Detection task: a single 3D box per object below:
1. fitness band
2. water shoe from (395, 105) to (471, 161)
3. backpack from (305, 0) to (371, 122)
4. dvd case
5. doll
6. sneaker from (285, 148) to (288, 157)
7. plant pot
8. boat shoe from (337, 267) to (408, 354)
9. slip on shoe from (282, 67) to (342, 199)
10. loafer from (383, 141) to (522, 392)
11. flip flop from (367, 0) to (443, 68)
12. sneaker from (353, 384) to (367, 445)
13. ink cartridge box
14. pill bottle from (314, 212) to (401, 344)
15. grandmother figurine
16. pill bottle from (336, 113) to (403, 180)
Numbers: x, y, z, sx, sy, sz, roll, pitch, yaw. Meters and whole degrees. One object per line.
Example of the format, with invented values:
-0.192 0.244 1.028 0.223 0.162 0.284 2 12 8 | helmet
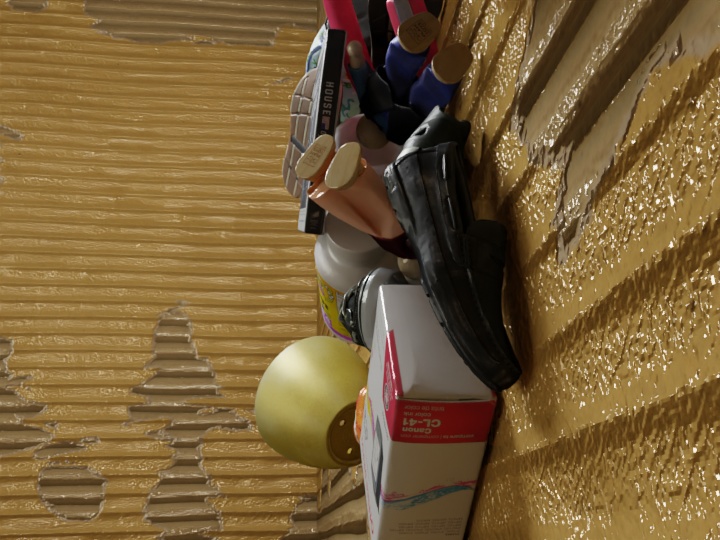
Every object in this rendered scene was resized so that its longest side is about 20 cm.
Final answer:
0.023 -0.241 0.800 0.143 0.037 0.202 29 146 52 | fitness band
0.069 -0.090 0.725 0.080 0.071 0.200 -59 -1 -7 | water shoe
-0.003 -0.269 1.020 0.201 0.152 0.164 76 -145 -52 | backpack
-0.043 -0.141 0.824 0.150 0.024 0.203 -151 67 -82 | dvd case
0.036 -0.174 0.746 0.049 0.136 0.200 -49 2 -20 | doll
-0.028 -0.142 1.138 0.071 0.200 0.099 -33 -24 -45 | sneaker
-0.041 0.217 1.148 0.141 0.198 0.203 23 115 55 | plant pot
0.009 0.050 0.785 0.073 0.070 0.201 -61 -17 -20 | boat shoe
-0.050 -0.177 0.984 0.076 0.060 0.201 50 142 29 | slip on shoe
0.077 -0.011 0.558 0.068 0.070 0.203 40 -153 -57 | loafer
0.050 -0.280 0.856 0.201 0.080 0.058 93 -170 -63 | flip flop
0.040 0.216 0.877 0.078 0.072 0.202 111 151 -50 | sneaker
0.052 0.134 0.676 0.148 0.084 0.202 -99 13 -55 | ink cartridge box
0.000 0.000 0.887 0.201 0.103 0.106 88 179 -59 | pill bottle
0.021 -0.043 0.696 0.061 0.200 0.121 -50 44 -3 | grandmother figurine
0.006 -0.099 0.994 0.201 0.110 0.113 103 166 -59 | pill bottle
